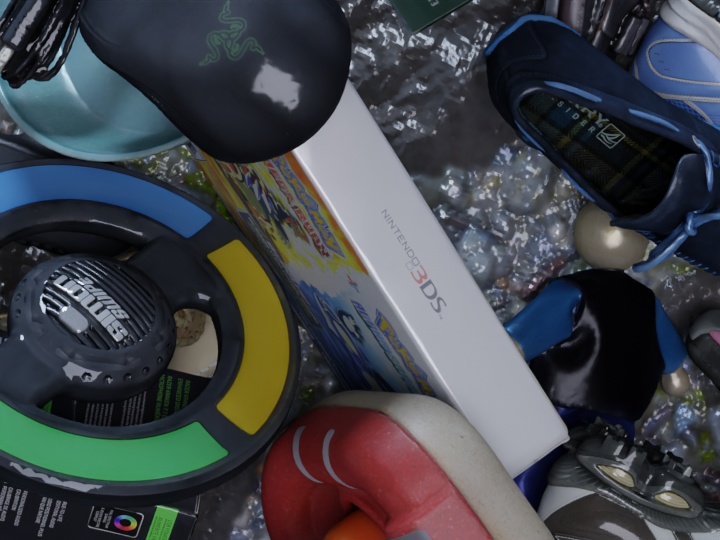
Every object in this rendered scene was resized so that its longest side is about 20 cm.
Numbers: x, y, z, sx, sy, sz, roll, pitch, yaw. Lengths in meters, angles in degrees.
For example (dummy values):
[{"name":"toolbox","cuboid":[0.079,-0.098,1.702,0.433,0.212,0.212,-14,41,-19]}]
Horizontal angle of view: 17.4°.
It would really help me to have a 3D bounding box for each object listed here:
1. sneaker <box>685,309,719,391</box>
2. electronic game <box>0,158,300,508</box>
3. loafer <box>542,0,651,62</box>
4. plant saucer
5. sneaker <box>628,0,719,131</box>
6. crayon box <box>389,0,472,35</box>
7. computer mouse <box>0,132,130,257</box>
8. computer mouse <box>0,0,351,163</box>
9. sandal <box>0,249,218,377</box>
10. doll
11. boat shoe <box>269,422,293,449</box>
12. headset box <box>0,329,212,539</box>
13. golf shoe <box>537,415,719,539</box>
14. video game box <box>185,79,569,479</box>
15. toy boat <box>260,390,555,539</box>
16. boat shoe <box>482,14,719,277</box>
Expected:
[{"name":"sneaker","cuboid":[0.228,0.109,1.229,0.095,0.079,0.200,-41,101,19]},{"name":"electronic game","cuboid":[-0.124,0.025,1.087,0.199,0.201,0.042,16,136,-9]},{"name":"loafer","cuboid":[0.130,-0.168,1.147,0.063,0.072,0.201,10,99,16]},{"name":"plant saucer","cuboid":[-0.087,-0.138,1.102,0.200,0.200,0.036,-48,144,5]},{"name":"sneaker","cuboid":[0.223,-0.074,1.193,0.200,0.076,0.077,34,118,-11]},{"name":"crayon box","cuboid":[0.032,-0.205,1.089,0.051,0.200,0.126,-28,105,28]},{"name":"computer mouse","cuboid":[-0.203,-0.050,1.160,0.199,0.034,0.059,15,101,-9]},{"name":"computer mouse","cuboid":[-0.085,-0.115,1.028,0.139,0.200,0.053,-54,139,-2]},{"name":"sandal","cuboid":[-0.144,0.042,1.167,0.210,0.070,0.078,-12,103,-4]},{"name":"doll","cuboid":[0.111,0.061,1.201,0.136,0.048,0.201,11,94,-35]},{"name":"boat shoe","cuboid":[0.022,0.162,1.215,0.073,0.063,0.200,-34,103,2]},{"name":"headset box","cuboid":[-0.175,0.122,1.134,0.199,0.093,0.175,14,131,-10]},{"name":"golf shoe","cuboid":[0.176,0.154,1.164,0.199,0.078,0.095,27,91,0]},{"name":"video game box","cuboid":[0.000,0.000,1.116,0.047,0.182,0.201,-37,104,-16]},{"name":"toy boat","cuboid":[-0.001,0.136,1.080,0.131,0.200,0.131,-38,98,-15]},{"name":"boat shoe","cuboid":[0.136,-0.041,1.135,0.199,0.069,0.084,28,120,-19]}]
